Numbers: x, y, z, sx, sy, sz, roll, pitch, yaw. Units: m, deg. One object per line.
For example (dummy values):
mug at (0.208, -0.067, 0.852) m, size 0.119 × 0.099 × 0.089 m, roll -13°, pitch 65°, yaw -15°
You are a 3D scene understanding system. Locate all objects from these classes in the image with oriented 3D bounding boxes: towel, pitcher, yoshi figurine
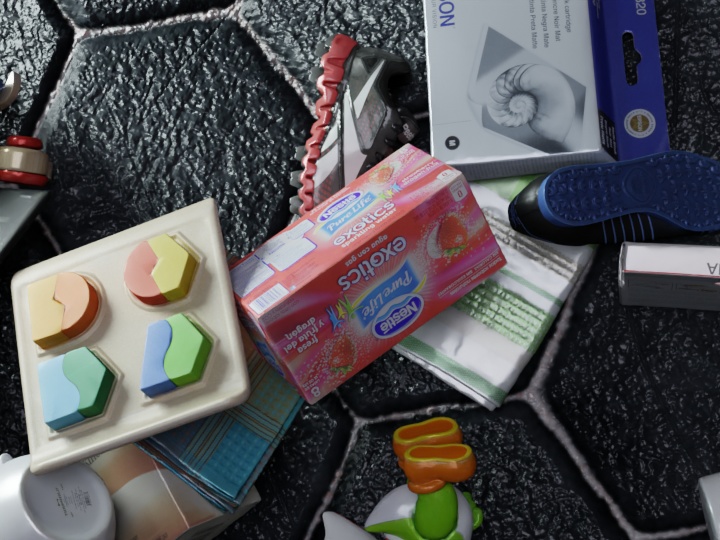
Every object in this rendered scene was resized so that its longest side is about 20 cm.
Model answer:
towel at (0.104, -0.001, 1.499) m, size 0.149 × 0.031 × 0.200 m, roll 31°, pitch 83°, yaw 11°
towel at (-0.114, 0.082, 1.446) m, size 0.147 × 0.022 × 0.200 m, roll 37°, pitch 53°, yaw -5°
pitcher at (-0.289, 0.211, 1.446) m, size 0.200 × 0.121 × 0.172 m, roll -46°, pitch 61°, yaw 41°
yoshi figurine at (0.082, 0.224, 1.413) m, size 0.112 × 0.112 × 0.201 m, roll 10°, pitch 113°, yaw 40°

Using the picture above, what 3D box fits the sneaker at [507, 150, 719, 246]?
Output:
sneaker at (0.216, -0.057, 1.455) m, size 0.199 × 0.078 × 0.070 m, roll 0°, pitch 80°, yaw -25°

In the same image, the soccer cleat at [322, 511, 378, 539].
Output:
soccer cleat at (-0.063, 0.285, 1.452) m, size 0.200 × 0.069 × 0.085 m, roll -45°, pitch 68°, yaw -5°

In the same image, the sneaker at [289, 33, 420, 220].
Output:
sneaker at (-0.002, -0.101, 1.507) m, size 0.098 × 0.071 × 0.201 m, roll 8°, pitch 80°, yaw 12°

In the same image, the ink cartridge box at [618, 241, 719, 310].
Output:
ink cartridge box at (0.303, 0.002, 1.389) m, size 0.199 × 0.174 × 0.044 m, roll 4°, pitch 80°, yaw 9°

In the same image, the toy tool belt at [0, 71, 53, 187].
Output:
toy tool belt at (-0.361, -0.146, 1.546) m, size 0.199 × 0.125 × 0.123 m, roll 8°, pitch 89°, yaw 9°

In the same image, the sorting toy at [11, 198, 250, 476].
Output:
sorting toy at (-0.186, 0.046, 1.380) m, size 0.185 × 0.036 × 0.200 m, roll -20°, pitch 54°, yaw 11°

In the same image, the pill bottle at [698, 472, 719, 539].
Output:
pill bottle at (0.371, 0.182, 1.376) m, size 0.199 × 0.114 × 0.114 m, roll -15°, pitch 78°, yaw 6°

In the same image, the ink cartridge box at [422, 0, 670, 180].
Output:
ink cartridge box at (0.154, -0.179, 1.500) m, size 0.199 × 0.041 × 0.200 m, roll -6°, pitch 70°, yaw 7°

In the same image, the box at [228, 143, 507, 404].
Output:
box at (0.000, 0.000, 1.414) m, size 0.200 × 0.103 × 0.095 m, roll -36°, pitch 120°, yaw -11°

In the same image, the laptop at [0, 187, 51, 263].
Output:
laptop at (-0.353, 0.037, 1.523) m, size 0.187 × 0.116 × 0.200 m, roll 5°, pitch 51°, yaw 39°

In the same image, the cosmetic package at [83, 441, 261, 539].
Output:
cosmetic package at (-0.182, 0.135, 1.464) m, size 0.103 × 0.087 × 0.200 m, roll -43°, pitch 71°, yaw 40°
